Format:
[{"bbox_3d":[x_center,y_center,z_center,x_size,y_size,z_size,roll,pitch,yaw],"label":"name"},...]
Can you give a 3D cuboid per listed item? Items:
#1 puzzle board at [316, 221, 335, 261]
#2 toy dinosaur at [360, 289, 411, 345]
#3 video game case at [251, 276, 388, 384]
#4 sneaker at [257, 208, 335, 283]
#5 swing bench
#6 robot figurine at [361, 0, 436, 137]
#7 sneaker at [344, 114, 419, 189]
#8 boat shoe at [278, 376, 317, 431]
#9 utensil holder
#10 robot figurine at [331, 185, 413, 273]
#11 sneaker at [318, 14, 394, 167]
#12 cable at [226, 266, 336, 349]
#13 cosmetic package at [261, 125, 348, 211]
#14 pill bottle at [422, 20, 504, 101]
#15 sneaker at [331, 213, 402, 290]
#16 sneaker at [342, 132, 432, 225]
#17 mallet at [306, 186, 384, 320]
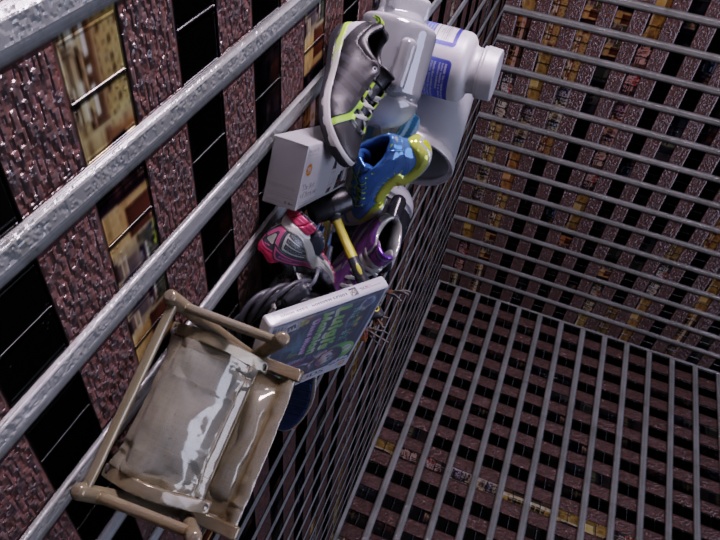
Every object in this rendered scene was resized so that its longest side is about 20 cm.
[{"bbox_3d":[-0.066,-0.012,1.033,0.151,0.017,0.202,-65,169,-55],"label":"puzzle board"},{"bbox_3d":[-0.004,0.077,1.140,0.181,0.198,0.106,3,93,-65],"label":"toy dinosaur"},{"bbox_3d":[-0.067,0.098,0.849,0.181,0.023,0.201,-18,150,-34],"label":"video game case"},{"bbox_3d":[-0.090,-0.014,0.858,0.075,0.081,0.200,-40,156,-12],"label":"sneaker"},{"bbox_3d":[-0.158,0.157,0.651,0.200,0.129,0.200,93,18,-70],"label":"swing bench"},{"bbox_3d":[0.041,-0.296,0.924,0.170,0.112,0.202,-122,-134,-73],"label":"robot figurine"},{"bbox_3d":[0.015,-0.191,1.053,0.201,0.081,0.076,-54,154,20],"label":"sneaker"},{"bbox_3d":[-0.094,0.154,0.994,0.072,0.072,0.202,-79,-171,-76],"label":"boat shoe"},{"bbox_3d":[0.116,-0.287,1.168,0.170,0.168,0.202,75,33,-70],"label":"utensil holder"},{"bbox_3d":[0.018,-0.076,1.139,0.201,0.149,0.125,-67,151,-21],"label":"robot figurine"},{"bbox_3d":[0.000,-0.231,0.794,0.072,0.082,0.202,27,63,-64],"label":"sneaker"},{"bbox_3d":[-0.096,0.077,0.848,0.163,0.051,0.200,-36,159,-10],"label":"cable"},{"bbox_3d":[-0.061,-0.141,0.834,0.200,0.050,0.083,-46,151,-66],"label":"cosmetic package"},{"bbox_3d":[0.128,-0.343,1.041,0.112,0.198,0.113,19,90,-79],"label":"pill bottle"},{"bbox_3d":[-0.001,-0.001,0.980,0.202,0.072,0.114,-65,-162,-6],"label":"sneaker"},{"bbox_3d":[0.008,-0.143,0.947,0.104,0.076,0.200,12,139,-43],"label":"sneaker"},{"bbox_3d":[-0.023,-0.022,0.903,0.041,0.065,0.202,124,-49,-69],"label":"mallet"}]
